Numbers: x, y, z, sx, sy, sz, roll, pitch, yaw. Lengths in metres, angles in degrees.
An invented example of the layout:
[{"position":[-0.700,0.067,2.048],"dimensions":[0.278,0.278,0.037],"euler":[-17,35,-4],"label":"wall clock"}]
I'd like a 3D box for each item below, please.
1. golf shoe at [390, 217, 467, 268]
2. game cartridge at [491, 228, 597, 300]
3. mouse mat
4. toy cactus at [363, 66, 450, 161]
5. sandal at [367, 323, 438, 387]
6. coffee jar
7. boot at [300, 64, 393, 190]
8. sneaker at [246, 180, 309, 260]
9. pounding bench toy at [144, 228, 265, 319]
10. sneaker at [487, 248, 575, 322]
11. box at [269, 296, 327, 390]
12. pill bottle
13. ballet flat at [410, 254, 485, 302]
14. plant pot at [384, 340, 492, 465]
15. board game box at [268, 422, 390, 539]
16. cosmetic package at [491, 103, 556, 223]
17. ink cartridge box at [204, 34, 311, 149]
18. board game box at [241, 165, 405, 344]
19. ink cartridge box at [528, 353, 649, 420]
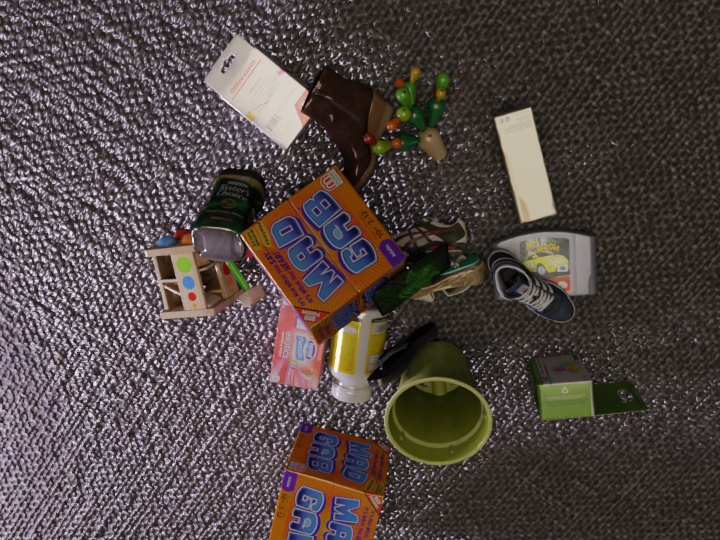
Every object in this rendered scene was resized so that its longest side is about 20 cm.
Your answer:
[{"position":[0.112,-0.056,1.526],"dimensions":[0.198,0.077,0.089],"euler":[4,68,18],"label":"golf shoe"},{"position":[0.356,-0.014,1.521],"dimensions":[0.198,0.041,0.134],"euler":[-4,100,7],"label":"game cartridge"},{"position":[0.094,0.020,1.408],"dimensions":[0.160,0.200,0.008],"euler":[-36,76,-1],"label":"mouse mat"},{"position":[0.101,-0.268,1.449],"dimensions":[0.200,0.102,0.165],"euler":[-53,128,-15],"label":"toy cactus"},{"position":[0.074,0.160,1.531],"dimensions":[0.076,0.200,0.043],"euler":[-18,108,49],"label":"sandal"},{"position":[-0.243,-0.110,1.478],"dimensions":[0.103,0.201,0.086],"euler":[6,131,4],"label":"coffee jar"},{"position":[-0.042,-0.257,1.453],"dimensions":[0.165,0.072,0.201],"euler":[22,93,-27],"label":"boot"},{"position":[-0.142,-0.083,1.538],"dimensions":[0.098,0.071,0.201],"euler":[40,107,-5],"label":"sneaker"},{"position":[-0.291,-0.006,1.524],"dimensions":[0.198,0.124,0.157],"euler":[-5,105,22],"label":"pounding bench toy"},{"position":[0.321,0.042,1.465],"dimensions":[0.199,0.109,0.070],"euler":[37,106,-4],"label":"sneaker"},{"position":[-0.113,0.125,1.577],"dimensions":[0.102,0.095,0.202],"euler":[10,106,3],"label":"box"},{"position":[-0.007,0.156,1.566],"dimensions":[0.110,0.111,0.202],"euler":[9,105,4],"label":"pill bottle"},{"position":[0.151,0.028,1.540],"dimensions":[0.198,0.071,0.066],"euler":[-15,117,13],"label":"ballet flat"},{"position":[0.150,0.238,1.523],"dimensions":[0.198,0.185,0.202],"euler":[2,118,4],"label":"plant pot"},{"position":[-0.062,0.468,1.608],"dimensions":[0.198,0.200,0.202],"euler":[15,107,2],"label":"board game box"},{"position":[0.300,-0.198,1.443],"dimensions":[0.071,0.105,0.202],"euler":[-14,101,11],"label":"cosmetic package"},{"position":[-0.179,-0.337,1.475],"dimensions":[0.200,0.068,0.117],"euler":[39,105,-7],"label":"ink cartridge box"},{"position":[-0.059,-0.020,1.383],"dimensions":[0.199,0.200,0.200],"euler":[-36,79,-7],"label":"board game box"},{"position":[0.435,0.218,1.516],"dimensions":[0.198,0.148,0.076],"euler":[-7,103,7],"label":"ink cartridge box"}]
